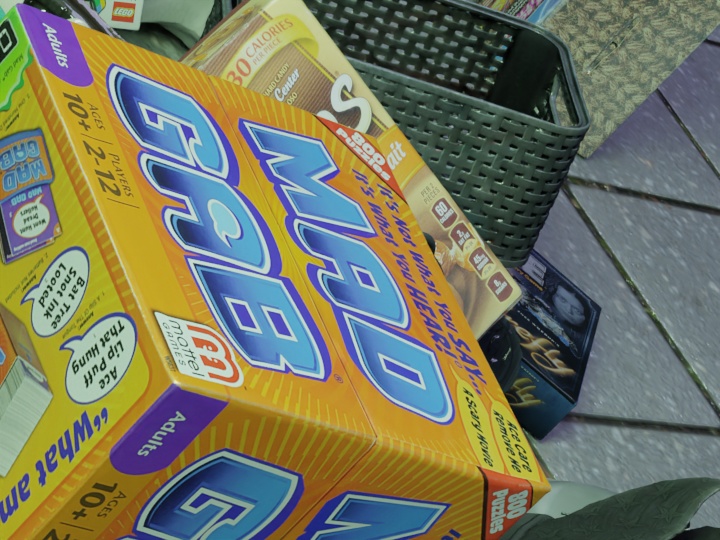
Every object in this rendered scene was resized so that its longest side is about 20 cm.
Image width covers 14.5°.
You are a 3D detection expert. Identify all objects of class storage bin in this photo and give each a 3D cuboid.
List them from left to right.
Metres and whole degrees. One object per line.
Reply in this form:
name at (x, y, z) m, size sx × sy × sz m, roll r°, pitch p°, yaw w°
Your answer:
storage bin at (0.012, -0.093, 1.551) m, size 0.200 × 0.094 × 0.135 m, roll 16°, pitch 27°, yaw -13°

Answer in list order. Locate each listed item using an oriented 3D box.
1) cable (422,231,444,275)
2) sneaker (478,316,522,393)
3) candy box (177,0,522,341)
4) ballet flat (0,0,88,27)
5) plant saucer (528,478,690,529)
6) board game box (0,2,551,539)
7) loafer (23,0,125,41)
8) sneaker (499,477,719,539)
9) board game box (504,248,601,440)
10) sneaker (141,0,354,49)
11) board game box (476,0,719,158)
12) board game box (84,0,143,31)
cable at (-0.028, 0.025, 1.305) m, size 0.163 × 0.200 × 0.051 m, roll 48°, pitch 53°, yaw -10°
sneaker at (0.000, 0.000, 1.490) m, size 0.200 × 0.066 × 0.078 m, roll 45°, pitch -18°, yaw -29°
candy box at (-0.024, -0.026, 1.396) m, size 0.115 × 0.055 × 0.200 m, roll -45°, pitch 107°, yaw -25°
ballet flat at (-0.171, -0.116, 1.365) m, size 0.200 × 0.070 × 0.067 m, roll 55°, pitch -10°, yaw -16°
plant saucer at (0.154, 0.176, 1.484) m, size 0.200 × 0.050 × 0.200 m, roll 34°, pitch 26°, yaw -19°
board game box at (-0.090, 0.055, 1.124) m, size 0.200 × 0.200 × 0.200 m, roll 19°, pitch 35°, yaw -42°
loafer at (-0.125, -0.074, 1.445) m, size 0.200 × 0.073 × 0.071 m, roll 50°, pitch 20°, yaw -9°
sneaker at (0.095, 0.158, 1.310) m, size 0.200 × 0.104 × 0.060 m, roll -48°, pitch 134°, yaw -52°
board game box at (0.047, -0.005, 1.627) m, size 0.200 × 0.035 × 0.136 m, roll 40°, pitch 25°, yaw -8°
sneaker at (-0.089, -0.160, 1.634) m, size 0.200 × 0.075 × 0.089 m, roll 28°, pitch 17°, yaw -28°
board game box at (0.168, -0.205, 1.976) m, size 0.097 × 0.159 × 0.200 m, roll 34°, pitch 27°, yaw -20°
board game box at (-0.180, -0.198, 1.525) m, size 0.126 × 0.035 × 0.200 m, roll 6°, pitch 35°, yaw -10°
